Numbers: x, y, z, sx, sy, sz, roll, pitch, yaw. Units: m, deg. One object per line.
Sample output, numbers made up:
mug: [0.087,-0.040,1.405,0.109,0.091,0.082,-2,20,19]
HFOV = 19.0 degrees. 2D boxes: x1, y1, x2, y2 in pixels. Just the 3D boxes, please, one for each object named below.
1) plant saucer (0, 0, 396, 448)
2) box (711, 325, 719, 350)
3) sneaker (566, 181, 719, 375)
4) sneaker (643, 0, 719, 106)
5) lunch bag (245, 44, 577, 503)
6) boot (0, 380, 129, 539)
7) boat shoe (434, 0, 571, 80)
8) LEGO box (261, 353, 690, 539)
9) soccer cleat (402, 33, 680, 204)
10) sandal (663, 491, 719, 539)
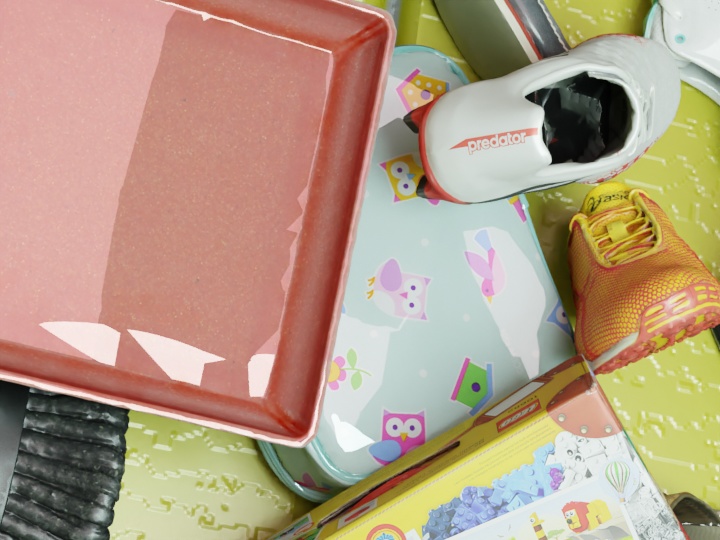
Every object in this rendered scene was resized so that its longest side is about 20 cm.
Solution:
plant saucer: [-0.097,-0.041,0.924,0.199,0.037,0.201,15,79,-19]
box: [0.284,0.016,1.031,0.148,0.200,0.107,-20,82,-22]
sneaker: [0.120,0.001,0.993,0.073,0.200,0.077,-23,96,1]
sneaker: [0.174,-0.147,1.112,0.088,0.075,0.200,-31,88,-10]
lunch bag: [0.000,0.000,1.013,0.160,0.077,0.200,-20,83,-19]
boot: [-0.178,0.032,0.945,0.157,0.079,0.212,4,86,-9]
boat shoe: [0.060,-0.165,1.079,0.062,0.071,0.200,-30,81,-20]
LEGO box: [0.049,0.153,0.927,0.200,0.077,0.149,-31,96,5]
soccer cleat: [0.104,-0.071,0.981,0.200,0.085,0.069,-17,99,-48]
sandal: [0.156,0.137,1.021,0.199,0.054,0.080,0,47,-11]
